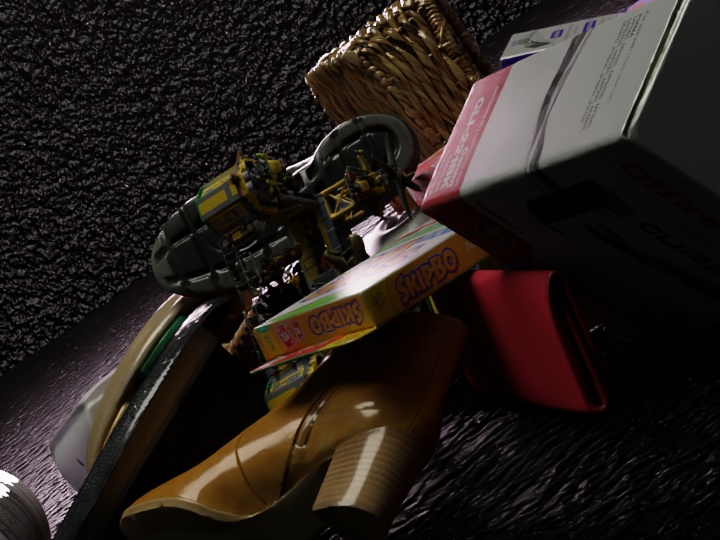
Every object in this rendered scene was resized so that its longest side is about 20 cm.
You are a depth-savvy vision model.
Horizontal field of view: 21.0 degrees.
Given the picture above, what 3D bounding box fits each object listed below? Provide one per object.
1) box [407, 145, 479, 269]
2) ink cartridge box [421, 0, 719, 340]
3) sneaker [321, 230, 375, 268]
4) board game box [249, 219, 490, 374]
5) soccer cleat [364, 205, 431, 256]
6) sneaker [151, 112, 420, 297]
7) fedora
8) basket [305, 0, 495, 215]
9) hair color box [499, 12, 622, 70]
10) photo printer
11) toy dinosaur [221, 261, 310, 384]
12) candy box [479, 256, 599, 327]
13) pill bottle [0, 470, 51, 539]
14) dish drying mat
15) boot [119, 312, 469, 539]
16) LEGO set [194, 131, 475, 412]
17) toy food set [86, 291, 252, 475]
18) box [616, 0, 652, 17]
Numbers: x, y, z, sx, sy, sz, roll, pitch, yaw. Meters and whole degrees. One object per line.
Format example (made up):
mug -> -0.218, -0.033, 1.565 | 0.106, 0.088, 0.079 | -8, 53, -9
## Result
box -> 0.107, -0.048, 1.318 | 0.095, 0.103, 0.200 | -35, 7, -5
ink cartridge box -> 0.142, -0.043, 0.926 | 0.200, 0.144, 0.084 | -19, 43, 64
sneaker -> 0.014, -0.010, 1.566 | 0.115, 0.078, 0.200 | -41, 11, -30
board game box -> 0.027, 0.000, 1.074 | 0.095, 0.030, 0.200 | -20, 11, 47
soccer cleat -> 0.025, 0.003, 1.371 | 0.087, 0.070, 0.200 | -65, 9, -11
sneaker -> -0.046, -0.034, 1.320 | 0.199, 0.076, 0.079 | -26, -13, 2
fedora -> -0.105, 0.117, 1.174 | 0.201, 0.091, 0.201 | -60, 0, 0
basket -> 0.082, -0.124, 1.498 | 0.149, 0.200, 0.143 | -37, 7, -21
hair color box -> 0.209, -0.158, 1.439 | 0.199, 0.065, 0.109 | -9, 14, 13
photo printer -> -0.166, 0.107, 1.564 | 0.166, 0.070, 0.200 | -37, -3, -24
toy dinosaur -> -0.058, 0.070, 1.313 | 0.136, 0.102, 0.200 | -39, 4, -15
candy box -> 0.147, -0.028, 1.101 | 0.200, 0.026, 0.103 | -29, 53, 38
pill bottle -> -0.283, 0.214, 1.357 | 0.113, 0.113, 0.200 | -35, 8, 3
dish drying mat -> 0.081, 0.035, 1.032 | 0.018, 0.077, 0.200 | -25, 6, -12
boot -> -0.033, 0.094, 1.074 | 0.201, 0.071, 0.144 | -14, 37, 38
LEGO set -> 0.000, 0.000, 1.183 | 0.116, 0.201, 0.154 | -30, -27, 28
toy food set -> -0.126, 0.088, 1.378 | 0.199, 0.049, 0.200 | -61, -17, -4
box -> 0.274, -0.171, 1.255 | 0.200, 0.137, 0.039 | -35, 50, 2
